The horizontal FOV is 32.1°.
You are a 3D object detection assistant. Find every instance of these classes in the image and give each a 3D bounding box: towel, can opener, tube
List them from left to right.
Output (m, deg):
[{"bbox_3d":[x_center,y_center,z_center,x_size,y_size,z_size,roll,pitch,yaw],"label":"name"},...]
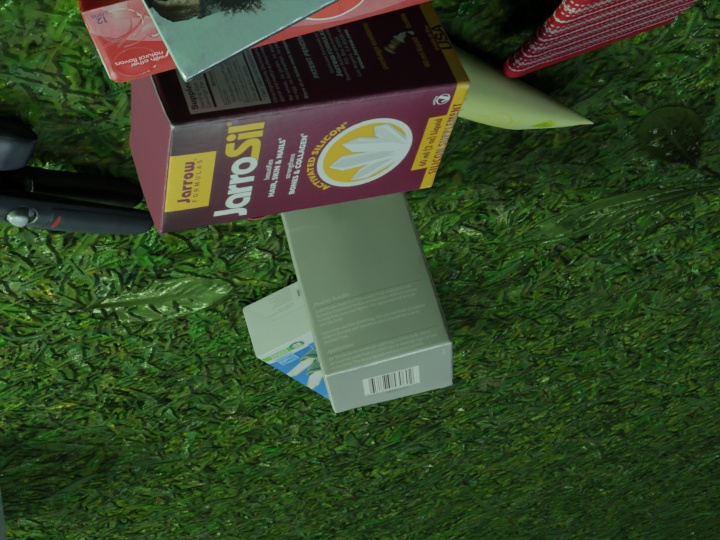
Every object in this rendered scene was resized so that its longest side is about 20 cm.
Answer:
[{"bbox_3d":[-0.232,-0.055,0.921,0.079,0.064,0.200,-35,148,30],"label":"can opener"},{"bbox_3d":[0.097,-0.136,0.976,0.200,0.058,0.052,13,124,-47],"label":"tube"},{"bbox_3d":[0.182,-0.185,0.867,0.144,0.023,0.200,-21,178,-8],"label":"towel"}]

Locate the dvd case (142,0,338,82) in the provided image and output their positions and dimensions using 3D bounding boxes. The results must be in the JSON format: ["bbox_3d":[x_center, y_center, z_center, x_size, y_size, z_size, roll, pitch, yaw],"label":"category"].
[{"bbox_3d":[-0.037,-0.208,0.646,0.199,0.146,0.022,-27,-172,-2],"label":"dvd case"}]

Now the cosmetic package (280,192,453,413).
[{"bbox_3d":[0.000,0.000,1.014,0.106,0.201,0.090,-13,151,-2],"label":"cosmetic package"}]

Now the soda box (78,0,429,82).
[{"bbox_3d":[-0.057,-0.172,0.703,0.199,0.064,0.070,-16,152,-3],"label":"soda box"}]

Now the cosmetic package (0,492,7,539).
[{"bbox_3d":[-0.511,0.266,1.298,0.199,0.123,0.200,-34,150,30],"label":"cosmetic package"}]

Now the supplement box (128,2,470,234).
[{"bbox_3d":[-0.044,-0.103,0.817,0.199,0.086,0.111,-11,149,-20],"label":"supplement box"}]

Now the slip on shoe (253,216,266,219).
[{"bbox_3d":[-0.054,-0.109,0.930,0.074,0.061,0.200,1,146,-28],"label":"slip on shoe"}]

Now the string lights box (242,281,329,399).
[{"bbox_3d":[-0.025,0.071,1.282,0.102,0.059,0.200,-26,152,14],"label":"string lights box"}]
